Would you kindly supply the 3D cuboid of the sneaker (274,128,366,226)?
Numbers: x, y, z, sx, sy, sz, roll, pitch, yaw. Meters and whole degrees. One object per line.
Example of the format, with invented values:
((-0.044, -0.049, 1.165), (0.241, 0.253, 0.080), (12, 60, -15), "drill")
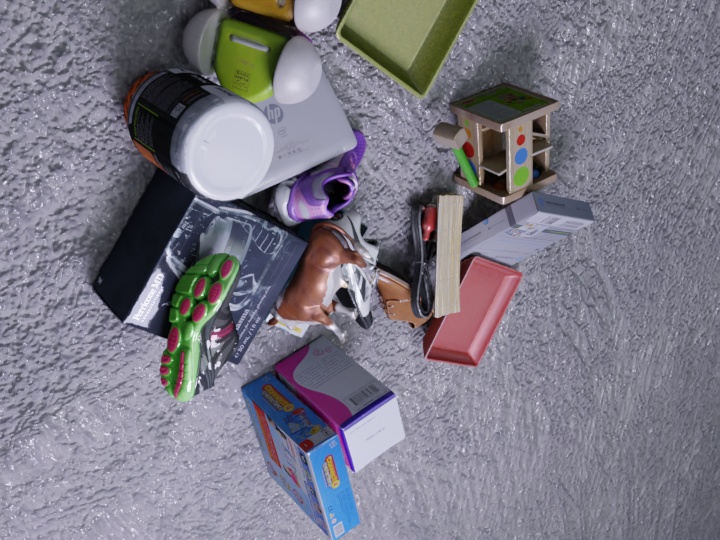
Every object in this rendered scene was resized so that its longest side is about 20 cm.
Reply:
((-0.034, -0.132, 1.249), (0.200, 0.088, 0.081), (-53, 135, -39), "sneaker")

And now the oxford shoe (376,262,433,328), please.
((0.059, 0.044, 1.461), (0.071, 0.071, 0.200), (-50, 135, 1), "oxford shoe")

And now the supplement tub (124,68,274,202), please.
((-0.199, -0.168, 1.050), (0.122, 0.200, 0.123), (-19, 124, -30), "supplement tub")

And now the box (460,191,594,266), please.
((0.273, -0.066, 1.505), (0.155, 0.041, 0.200), (5, 153, -40), "box")

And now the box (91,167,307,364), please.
((-0.212, -0.008, 1.179), (0.196, 0.124, 0.201), (27, 94, -42), "box")

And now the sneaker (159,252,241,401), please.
((-0.193, 0.068, 1.112), (0.084, 0.077, 0.201), (-3, 120, -55), "sneaker")

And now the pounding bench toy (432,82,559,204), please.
((0.204, -0.186, 1.416), (0.199, 0.124, 0.157), (-25, 126, -27), "pounding bench toy")

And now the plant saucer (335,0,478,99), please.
((0.064, -0.378, 1.257), (0.200, 0.048, 0.200), (25, 95, -43), "plant saucer")

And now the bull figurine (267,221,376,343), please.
((-0.054, 0.028, 1.238), (0.201, 0.121, 0.065), (-66, 176, 34), "bull figurine")

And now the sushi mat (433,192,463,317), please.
((0.145, -0.026, 1.441), (0.096, 0.012, 0.201), (-11, 104, -58), "sushi mat")

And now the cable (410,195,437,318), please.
((0.110, -0.027, 1.422), (0.097, 0.050, 0.201), (42, 49, -49), "cable")

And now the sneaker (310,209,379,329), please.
((0.000, 0.000, 1.315), (0.088, 0.074, 0.201), (-33, 129, -18), "sneaker")

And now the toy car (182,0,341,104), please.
((-0.112, -0.308, 1.099), (0.150, 0.174, 0.201), (-33, 141, -71), "toy car")

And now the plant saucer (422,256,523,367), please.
((0.196, 0.073, 1.586), (0.199, 0.037, 0.201), (15, 102, -54), "plant saucer")

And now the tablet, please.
((-0.110, -0.191, 1.194), (0.199, 0.014, 0.131), (-28, 94, -25), "tablet")

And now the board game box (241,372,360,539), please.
((-0.093, 0.290, 1.377), (0.056, 0.196, 0.201), (-29, 128, -24), "board game box")

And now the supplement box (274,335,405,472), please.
((-0.035, 0.204, 1.377), (0.101, 0.200, 0.104), (-30, 130, -22), "supplement box")

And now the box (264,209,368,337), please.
((-0.077, -0.005, 1.337), (0.082, 0.049, 0.201), (30, 92, -43), "box")
